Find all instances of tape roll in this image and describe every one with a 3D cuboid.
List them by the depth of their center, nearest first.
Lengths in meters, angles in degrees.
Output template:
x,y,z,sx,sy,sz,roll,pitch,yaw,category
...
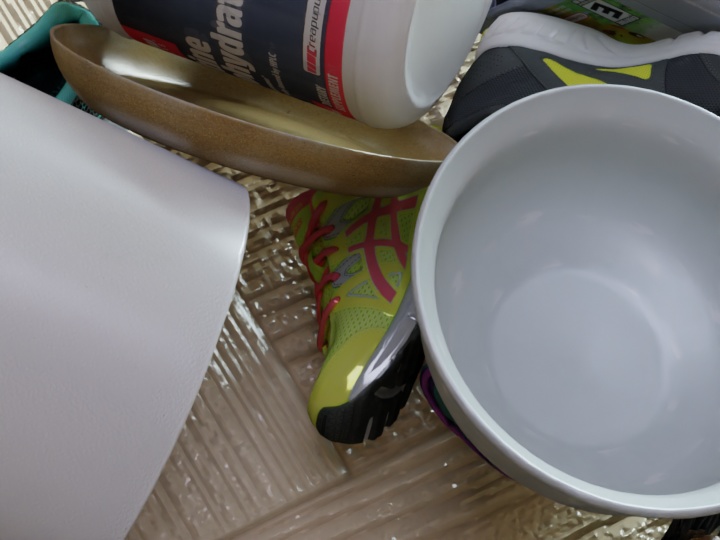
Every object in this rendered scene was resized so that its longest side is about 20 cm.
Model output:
x,y,z,sx,sy,sz,roll,pitch,yaw,category
-0.151,0.026,0.916,0.139,0.203,0.203,24,58,-14,tape roll

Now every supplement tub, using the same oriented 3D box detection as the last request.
x,y,z,sx,sy,sz,roll,pitch,yaw,category
-0.044,-0.159,0.986,0.199,0.141,0.141,21,59,17,supplement tub

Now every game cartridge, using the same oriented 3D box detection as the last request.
x,y,z,sx,sy,sz,roll,pitch,yaw,category
0.144,-0.124,1.059,0.133,0.200,0.041,19,80,-17,game cartridge

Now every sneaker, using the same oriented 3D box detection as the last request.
x,y,z,sx,sy,sz,roll,pitch,yaw,category
0.127,-0.064,1.015,0.200,0.075,0.085,12,56,39,sneaker
-0.190,-0.061,1.039,0.077,0.091,0.200,34,61,12,sneaker
0.000,0.000,1.047,0.090,0.078,0.200,19,48,3,sneaker

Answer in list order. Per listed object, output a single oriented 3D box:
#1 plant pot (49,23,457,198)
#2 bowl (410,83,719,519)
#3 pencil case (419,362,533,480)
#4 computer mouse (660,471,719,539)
x,y,z,sx,sy,sz,roll,pitch,yaw,category
-0.050,-0.072,0.990,0.199,0.200,0.028,18,103,2,plant pot
0.107,0.027,0.934,0.200,0.090,0.202,7,63,-13,bowl
0.121,0.014,1.045,0.200,0.092,0.085,-45,113,-26,pencil case
0.183,0.087,1.018,0.044,0.110,0.200,35,51,16,computer mouse
